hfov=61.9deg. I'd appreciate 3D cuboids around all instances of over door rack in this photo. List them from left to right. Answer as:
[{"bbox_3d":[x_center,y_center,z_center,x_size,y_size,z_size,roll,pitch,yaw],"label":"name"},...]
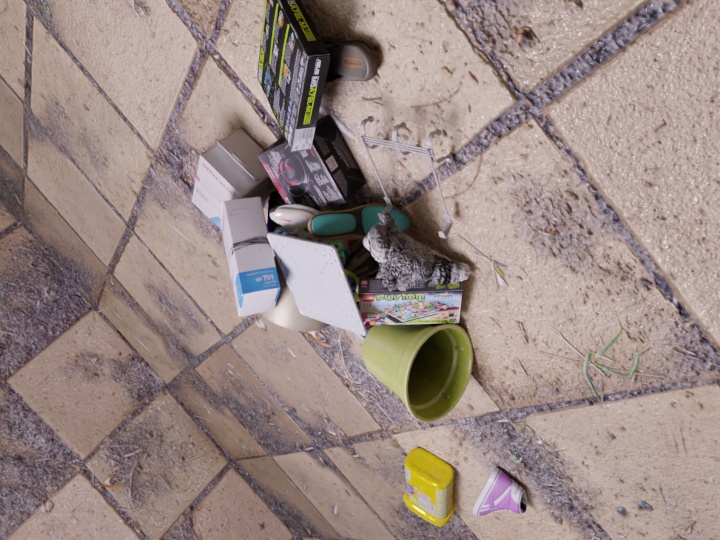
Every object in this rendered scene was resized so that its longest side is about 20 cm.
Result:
[{"bbox_3d":[0.085,-0.166,1.027,0.145,0.067,0.203,20,143,33],"label":"over door rack"}]

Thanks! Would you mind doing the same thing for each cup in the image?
[{"bbox_3d":[-0.135,0.018,1.363,0.198,0.199,0.146,30,118,22],"label":"cup"}]

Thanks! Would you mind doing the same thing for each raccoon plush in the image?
[{"bbox_3d":[0.101,-0.043,1.078,0.194,0.099,0.135,-7,146,-1],"label":"raccoon plush"}]

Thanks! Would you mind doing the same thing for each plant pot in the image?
[{"bbox_3d":[0.106,0.186,1.267,0.182,0.199,0.204,19,139,49],"label":"plant pot"}]

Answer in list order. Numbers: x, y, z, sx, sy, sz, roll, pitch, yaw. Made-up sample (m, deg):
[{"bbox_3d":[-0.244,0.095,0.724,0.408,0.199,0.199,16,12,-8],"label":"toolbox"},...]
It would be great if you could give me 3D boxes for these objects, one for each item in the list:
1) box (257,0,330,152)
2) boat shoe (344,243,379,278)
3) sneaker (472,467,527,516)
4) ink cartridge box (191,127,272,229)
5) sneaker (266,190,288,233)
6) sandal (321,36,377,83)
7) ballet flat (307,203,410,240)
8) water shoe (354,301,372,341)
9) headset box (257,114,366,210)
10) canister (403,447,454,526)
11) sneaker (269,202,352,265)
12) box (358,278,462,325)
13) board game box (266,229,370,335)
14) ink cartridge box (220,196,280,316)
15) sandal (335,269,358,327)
[{"bbox_3d":[-0.119,-0.341,1.010,0.202,0.046,0.196,111,141,-53],"label":"box"},{"bbox_3d":[0.000,0.000,1.275,0.073,0.075,0.200,41,152,-5],"label":"boat shoe"},{"bbox_3d":[0.349,0.581,1.491,0.113,0.073,0.203,29,142,18],"label":"sneaker"},{"bbox_3d":[-0.276,-0.198,1.323,0.128,0.125,0.200,43,146,3],"label":"ink cartridge box"},{"bbox_3d":[-0.175,-0.125,1.335,0.200,0.068,0.102,175,84,-75],"label":"sneaker"},{"bbox_3d":[-0.056,-0.341,1.004,0.197,0.054,0.083,21,138,39],"label":"sandal"},{"bbox_3d":[-0.004,-0.090,1.147,0.063,0.194,0.071,138,131,-82],"label":"ballet flat"},{"bbox_3d":[0.041,0.138,1.390,0.078,0.072,0.202,-19,118,33],"label":"water shoe"},{"bbox_3d":[-0.104,-0.198,1.184,0.198,0.075,0.150,-9,119,50],"label":"headset box"},{"bbox_3d":[0.190,0.600,1.667,0.146,0.086,0.203,23,138,29],"label":"canister"},{"bbox_3d":[-0.095,-0.067,1.195,0.197,0.096,0.070,18,164,-36],"label":"sneaker"},{"bbox_3d":[0.095,0.060,1.160,0.194,0.035,0.111,-2,141,4],"label":"box"},{"bbox_3d":[-0.079,0.020,1.159,0.197,0.026,0.203,13,133,44],"label":"board game box"},{"bbox_3d":[-0.231,-0.027,1.243,0.147,0.084,0.205,124,135,-66],"label":"ink cartridge box"},{"bbox_3d":[-0.045,0.057,1.252,0.077,0.089,0.201,11,157,14],"label":"sandal"}]
